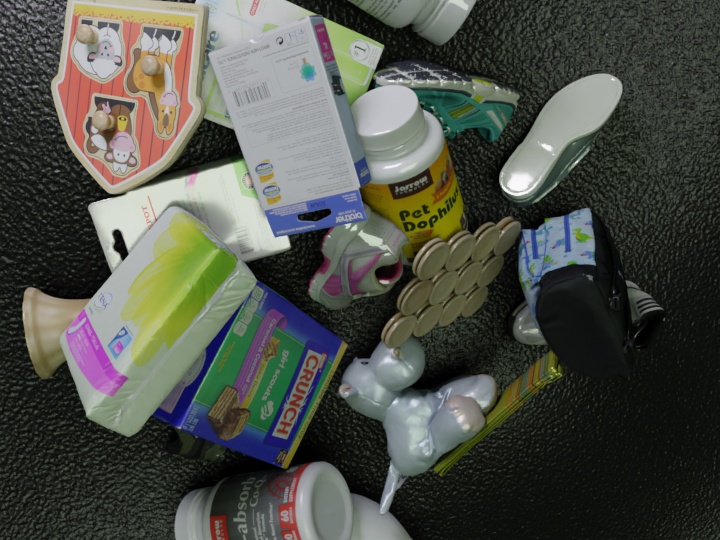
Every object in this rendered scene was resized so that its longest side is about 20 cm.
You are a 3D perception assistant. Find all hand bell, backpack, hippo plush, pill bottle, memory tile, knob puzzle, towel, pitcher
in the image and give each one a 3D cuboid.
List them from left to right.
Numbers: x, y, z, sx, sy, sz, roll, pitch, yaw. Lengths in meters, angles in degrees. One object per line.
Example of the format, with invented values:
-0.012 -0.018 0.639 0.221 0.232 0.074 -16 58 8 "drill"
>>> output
-0.249 -0.178 0.759 0.219 0.030 0.220 2 96 23 "knob puzzle"
-0.265 0.053 0.840 0.200 0.104 0.104 -10 107 -10 "hand bell"
-0.119 0.304 0.899 0.200 0.116 0.116 -17 111 25 "pill bottle"
0.012 0.391 0.990 0.200 0.172 0.121 32 52 -5 "pitcher"
0.026 -0.334 0.789 0.200 0.113 0.113 27 98 -17 "pill bottle"
0.057 0.162 0.938 0.161 0.159 0.200 45 109 4 "hippo plush"
0.050 -0.103 0.822 0.109 0.109 0.200 -29 137 -3 "pill bottle"
0.110 0.011 0.880 0.200 0.017 0.153 -16 137 -45 "memory tile"
0.169 0.173 0.903 0.018 0.086 0.200 46 109 5 "towel"
0.256 0.011 0.888 0.154 0.200 0.163 -10 127 34 "backpack"

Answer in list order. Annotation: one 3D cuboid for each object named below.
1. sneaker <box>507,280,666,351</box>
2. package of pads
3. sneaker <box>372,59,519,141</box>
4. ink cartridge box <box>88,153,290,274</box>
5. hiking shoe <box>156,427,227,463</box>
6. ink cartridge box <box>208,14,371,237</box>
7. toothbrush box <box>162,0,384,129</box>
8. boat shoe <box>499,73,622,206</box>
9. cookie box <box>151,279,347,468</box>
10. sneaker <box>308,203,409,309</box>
0.300 0.065 0.956 0.200 0.115 0.076 -12 108 -8 "sneaker"
-0.208 0.042 0.742 0.200 0.154 0.068 -50 127 -2 "package of pads"
0.101 -0.191 0.849 0.200 0.078 0.080 4 117 -32 "sneaker"
-0.192 -0.056 0.843 0.200 0.067 0.117 -16 108 -8 "ink cartridge box"
-0.206 0.141 0.891 0.100 0.076 0.200 1 101 -10 "hiking shoe"
-0.065 -0.139 0.742 0.119 0.042 0.200 -10 105 26 "ink cartridge box"
-0.097 -0.217 0.810 0.200 0.086 0.146 21 100 -15 "toothbrush box"
0.251 -0.161 0.924 0.200 0.073 0.062 -48 152 -3 "boat shoe"
-0.122 0.115 0.829 0.200 0.075 0.171 42 70 -52 "cookie box"
0.000 0.000 0.839 0.088 0.200 0.081 30 65 5 "sneaker"
